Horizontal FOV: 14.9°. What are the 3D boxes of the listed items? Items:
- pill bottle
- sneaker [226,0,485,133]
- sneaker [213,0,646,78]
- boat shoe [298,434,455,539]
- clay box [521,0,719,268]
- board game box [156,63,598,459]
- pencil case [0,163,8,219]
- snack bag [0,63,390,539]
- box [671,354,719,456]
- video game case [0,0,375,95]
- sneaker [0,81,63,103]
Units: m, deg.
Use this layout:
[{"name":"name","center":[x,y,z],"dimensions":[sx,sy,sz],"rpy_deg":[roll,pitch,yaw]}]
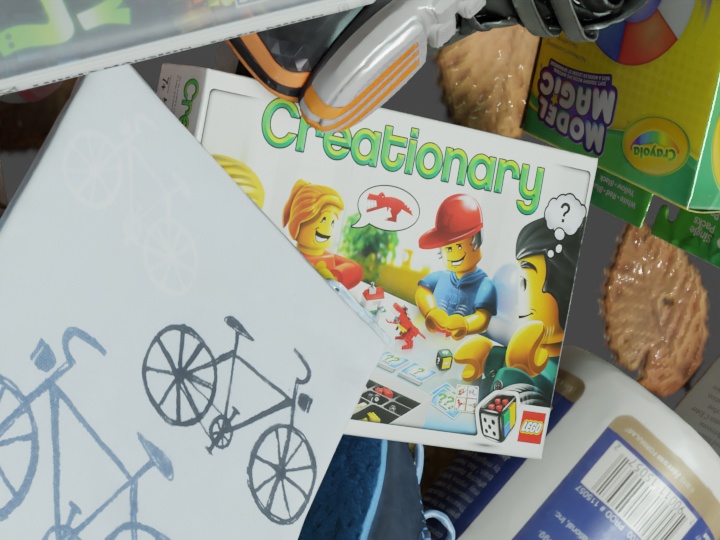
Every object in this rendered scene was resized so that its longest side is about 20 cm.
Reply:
[{"name":"pill bottle","center":[0.063,0.140,1.187],"dimensions":[0.200,0.111,0.111],"rpy_deg":[-48,129,-10]},{"name":"sneaker","center":[0.021,-0.154,1.005],"dimensions":[0.200,0.112,0.078],"rpy_deg":[-42,170,-10]},{"name":"sneaker","center":[0.038,-0.111,1.072],"dimensions":[0.200,0.099,0.071],"rpy_deg":[-36,128,-16]},{"name":"boat shoe","center":[-0.005,0.132,1.114],"dimensions":[0.069,0.084,0.200],"rpy_deg":[38,46,-44]},{"name":"clay box","center":[0.130,-0.110,1.129],"dimensions":[0.048,0.115,0.201],"rpy_deg":[2,107,-35]},{"name":"board game box","center":[0.000,0.000,1.066],"dimensions":[0.200,0.035,0.127],"rpy_deg":[10,91,-38]},{"name":"pencil case","center":[-0.160,0.001,0.948],"dimensions":[0.078,0.089,0.201],"rpy_deg":[-17,97,-50]},{"name":"snack bag","center":[-0.080,0.046,0.951],"dimensions":[0.189,0.021,0.200],"rpy_deg":[47,55,-35]},{"name":"box","center":[0.180,0.139,1.280],"dimensions":[0.200,0.097,0.124],"rpy_deg":[-48,130,-9]},{"name":"video game case","center":[-0.104,-0.163,0.889],"dimensions":[0.181,0.023,0.201],"rpy_deg":[-14,88,1]},{"name":"sneaker","center":[-0.075,-0.140,0.956],"dimensions":[0.104,0.075,0.201],"rpy_deg":[15,116,6]}]
